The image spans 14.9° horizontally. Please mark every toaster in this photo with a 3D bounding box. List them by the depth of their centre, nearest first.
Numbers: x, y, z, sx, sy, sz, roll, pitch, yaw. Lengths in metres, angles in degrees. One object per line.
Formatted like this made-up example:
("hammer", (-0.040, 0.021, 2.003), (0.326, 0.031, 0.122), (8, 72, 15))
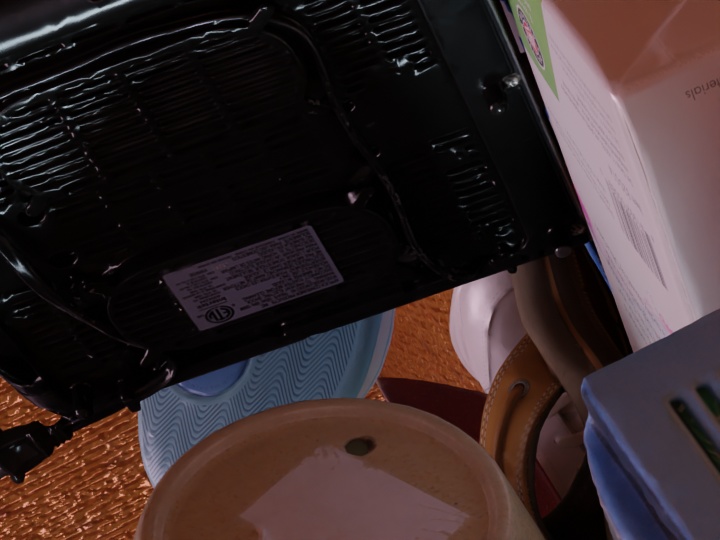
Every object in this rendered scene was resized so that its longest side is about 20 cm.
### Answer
("toaster", (-0.053, -0.058, 0.737), (0.181, 0.200, 0.119), (59, -166, -53))

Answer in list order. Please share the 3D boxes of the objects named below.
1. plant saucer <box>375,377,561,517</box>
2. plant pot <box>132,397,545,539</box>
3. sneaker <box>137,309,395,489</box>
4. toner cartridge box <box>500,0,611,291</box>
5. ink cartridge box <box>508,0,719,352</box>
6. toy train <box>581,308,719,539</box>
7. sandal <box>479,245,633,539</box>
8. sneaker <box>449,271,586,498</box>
("plant saucer", (0.086, 0.140, 0.996), (0.200, 0.037, 0.200), (58, 179, 25))
("plant pot", (0.002, 0.138, 0.727), (0.187, 0.187, 0.200), (-120, 18, -50))
("sneaker", (0.000, 0.000, 0.955), (0.079, 0.200, 0.131), (25, 179, 20))
("toner cartridge box", (0.063, -0.077, 0.856), (0.095, 0.043, 0.200), (-125, 11, -75))
("ink cartridge box", (0.102, 0.005, 0.665), (0.117, 0.067, 0.200), (-115, 3, -60))
("toy train", (0.119, 0.080, 0.563), (0.087, 0.114, 0.200), (-119, 6, -49))
("sandal", (0.059, 0.049, 0.786), (0.080, 0.054, 0.200), (58, -171, -41))
("sneaker", (0.104, 0.063, 1.074), (0.200, 0.075, 0.100), (58, 174, -36))
